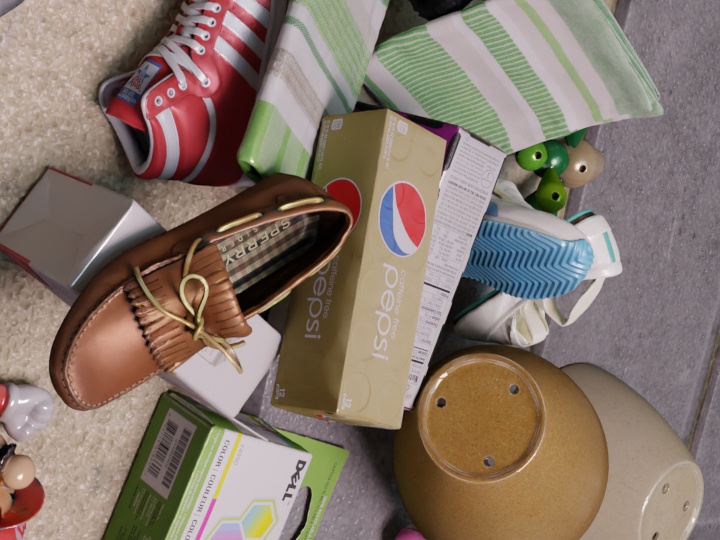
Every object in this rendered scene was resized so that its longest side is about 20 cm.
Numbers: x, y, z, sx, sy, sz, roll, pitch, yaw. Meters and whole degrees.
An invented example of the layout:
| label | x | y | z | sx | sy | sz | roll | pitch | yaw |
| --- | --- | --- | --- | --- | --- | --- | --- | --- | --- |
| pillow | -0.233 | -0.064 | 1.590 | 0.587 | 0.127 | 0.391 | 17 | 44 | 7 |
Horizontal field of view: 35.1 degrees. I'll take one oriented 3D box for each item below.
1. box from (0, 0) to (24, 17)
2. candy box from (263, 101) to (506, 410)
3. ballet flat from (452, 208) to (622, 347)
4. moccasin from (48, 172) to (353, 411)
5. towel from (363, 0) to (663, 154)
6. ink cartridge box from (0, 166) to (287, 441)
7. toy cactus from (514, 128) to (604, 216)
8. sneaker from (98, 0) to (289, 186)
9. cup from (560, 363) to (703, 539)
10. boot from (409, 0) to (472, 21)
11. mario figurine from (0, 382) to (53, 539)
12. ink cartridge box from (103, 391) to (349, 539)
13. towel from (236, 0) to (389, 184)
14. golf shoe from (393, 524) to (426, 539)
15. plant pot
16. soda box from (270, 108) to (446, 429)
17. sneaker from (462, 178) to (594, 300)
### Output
| label | x | y | z | sx | sy | sz | roll | pitch | yaw |
| --- | --- | --- | --- | --- | --- | --- | --- | --- | --- |
| box | -0.224 | -0.227 | 0.632 | 0.200 | 0.051 | 0.159 | -42 | 127 | -22 |
| candy box | 0.013 | -0.015 | 0.848 | 0.061 | 0.136 | 0.202 | 20 | 92 | -41 |
| ballet flat | 0.144 | 0.025 | 0.943 | 0.069 | 0.200 | 0.070 | 15 | 55 | -23 |
| moccasin | -0.087 | 0.014 | 0.654 | 0.200 | 0.077 | 0.074 | -30 | 121 | -31 |
| towel | 0.108 | -0.141 | 0.856 | 0.152 | 0.198 | 0.024 | 42 | 49 | -40 |
| ink cartridge box | -0.131 | 0.026 | 0.752 | 0.068 | 0.116 | 0.200 | -54 | 132 | -13 |
| toy cactus | 0.164 | -0.094 | 0.999 | 0.164 | 0.101 | 0.203 | -5 | 106 | -59 |
| sneaker | -0.110 | -0.153 | 0.742 | 0.112 | 0.071 | 0.203 | -6 | 104 | -36 |
| cup | 0.250 | 0.210 | 1.122 | 0.199 | 0.143 | 0.203 | -15 | 114 | -37 |
| boot | 0.099 | -0.232 | 0.877 | 0.168 | 0.076 | 0.201 | -46 | 122 | -33 |
| mario figurine | -0.238 | 0.086 | 0.689 | 0.123 | 0.105 | 0.202 | -29 | 120 | -32 |
| ink cartridge box | -0.084 | 0.194 | 0.875 | 0.199 | 0.075 | 0.149 | 24 | 89 | -41 |
| towel | -0.033 | -0.141 | 0.776 | 0.149 | 0.030 | 0.202 | 52 | 54 | -68 |
| golf shoe | 0.091 | 0.283 | 1.069 | 0.092 | 0.075 | 0.201 | -58 | 136 | -30 |
| plant pot | 0.102 | 0.135 | 0.891 | 0.188 | 0.185 | 0.200 | -58 | 161 | -9 |
| soda box | 0.000 | 0.000 | 0.760 | 0.067 | 0.064 | 0.202 | 20 | 75 | -46 |
| sneaker | 0.107 | -0.033 | 0.881 | 0.081 | 0.199 | 0.077 | -42 | 120 | -24 |
